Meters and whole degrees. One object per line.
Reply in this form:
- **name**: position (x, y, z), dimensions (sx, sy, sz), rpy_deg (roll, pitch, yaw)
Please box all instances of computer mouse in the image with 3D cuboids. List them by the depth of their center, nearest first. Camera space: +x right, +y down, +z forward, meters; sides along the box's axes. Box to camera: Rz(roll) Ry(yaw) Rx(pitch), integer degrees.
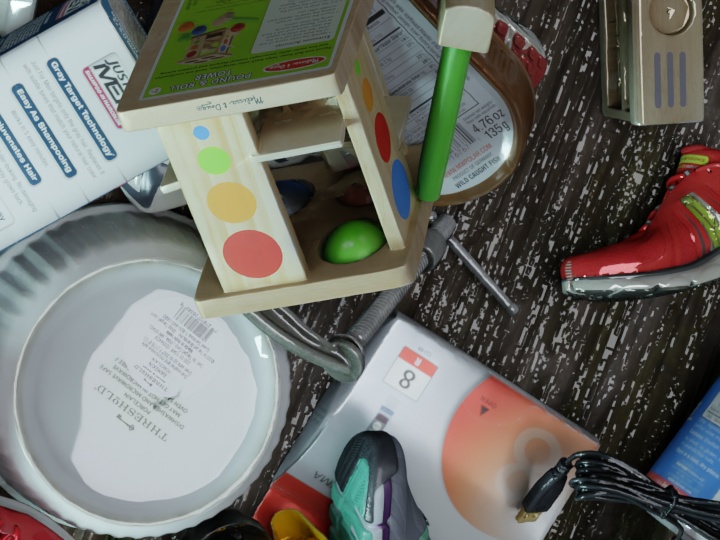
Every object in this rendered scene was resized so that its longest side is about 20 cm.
- **computer mouse**: position (0.152, 0.191, 1.731), dimensions (0.140, 0.200, 0.046), rpy_deg (24, 50, -1)

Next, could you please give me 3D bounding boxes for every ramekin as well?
- **ramekin**: position (-0.135, 0.063, 1.659), dimensions (0.200, 0.105, 0.200), rpy_deg (-2, 98, -15)

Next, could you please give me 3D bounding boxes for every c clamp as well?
- **c clamp**: position (0.000, 0.000, 1.673), dimensions (0.171, 0.027, 0.200), rpy_deg (49, 39, -1)

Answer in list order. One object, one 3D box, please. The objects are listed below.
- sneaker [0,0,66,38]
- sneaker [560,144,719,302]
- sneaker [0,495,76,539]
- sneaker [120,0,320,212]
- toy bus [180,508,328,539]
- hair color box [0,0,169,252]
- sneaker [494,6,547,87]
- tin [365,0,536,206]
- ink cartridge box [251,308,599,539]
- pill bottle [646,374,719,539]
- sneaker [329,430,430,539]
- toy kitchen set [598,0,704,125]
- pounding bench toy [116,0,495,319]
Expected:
- **sneaker**: position (-0.195, -0.228, 1.634), dimensions (0.085, 0.073, 0.200), rpy_deg (15, 102, 16)
- **sneaker**: position (0.207, -0.034, 1.766), dimensions (0.200, 0.077, 0.085), rpy_deg (-19, 91, -19)
- **sneaker**: position (-0.238, 0.152, 1.587), dimensions (0.200, 0.116, 0.078), rpy_deg (27, 90, -4)
- **sneaker**: position (-0.065, -0.129, 1.664), dimensions (0.199, 0.079, 0.130), rpy_deg (-20, 111, -2)
- **toy bus**: position (-0.087, 0.266, 1.692), dimensions (0.200, 0.136, 0.192), rpy_deg (-24, 124, -12)
- **hair color box**: position (-0.203, -0.073, 1.610), dimensions (0.200, 0.061, 0.100), rpy_deg (-28, 106, 12)
- **sneaker**: position (0.019, -0.160, 1.640), dimensions (0.200, 0.082, 0.078), rpy_deg (26, 128, -7)
- **tin**: position (0.015, -0.119, 1.598), dimensions (0.112, 0.042, 0.200), rpy_deg (-35, 113, 26)
- **ink cartridge box**: position (0.029, 0.146, 1.745), dimensions (0.162, 0.050, 0.200), rpy_deg (32, 85, -17)
- **pill bottle**: position (0.273, 0.095, 1.773), dimensions (0.112, 0.112, 0.200), rpy_deg (39, 86, -17)
- **sneaker**: position (0.029, 0.180, 1.715), dimensions (0.087, 0.074, 0.200), rpy_deg (-5, 122, -15)
- **toy kitchen set**: position (0.110, -0.171, 1.664), dimensions (0.200, 0.163, 0.181), rpy_deg (-5, 99, -14)
- **pounding bench toy**: position (-0.003, -0.071, 1.535), dimensions (0.200, 0.124, 0.156), rpy_deg (-9, 123, 18)
